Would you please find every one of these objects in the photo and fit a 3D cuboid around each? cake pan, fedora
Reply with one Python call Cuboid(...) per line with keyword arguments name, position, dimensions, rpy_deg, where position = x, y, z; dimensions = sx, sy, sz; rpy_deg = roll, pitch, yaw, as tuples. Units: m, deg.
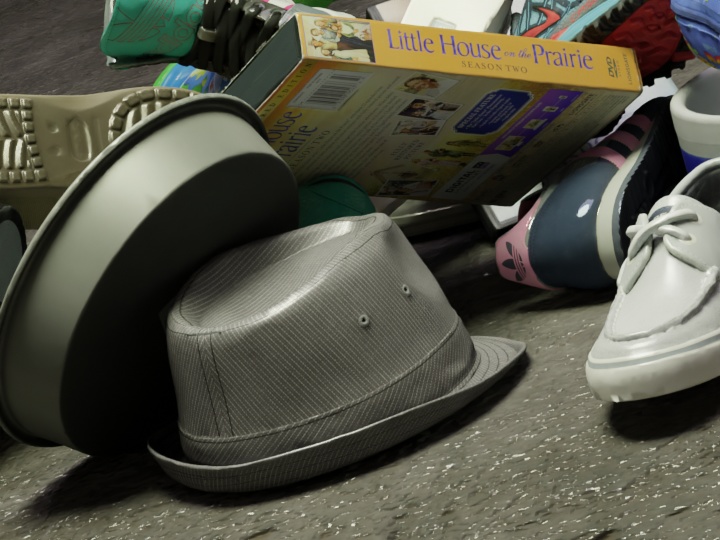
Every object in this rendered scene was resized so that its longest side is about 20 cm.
Cuboid(name="cake pan", position=(-0.100, 0.009, 1.438), dimensions=(0.037, 0.201, 0.200), rpy_deg=(34, 41, 25))
Cuboid(name="fedora", position=(-0.022, 0.029, 1.410), dimensions=(0.176, 0.091, 0.200), rpy_deg=(-3, 19, 45))

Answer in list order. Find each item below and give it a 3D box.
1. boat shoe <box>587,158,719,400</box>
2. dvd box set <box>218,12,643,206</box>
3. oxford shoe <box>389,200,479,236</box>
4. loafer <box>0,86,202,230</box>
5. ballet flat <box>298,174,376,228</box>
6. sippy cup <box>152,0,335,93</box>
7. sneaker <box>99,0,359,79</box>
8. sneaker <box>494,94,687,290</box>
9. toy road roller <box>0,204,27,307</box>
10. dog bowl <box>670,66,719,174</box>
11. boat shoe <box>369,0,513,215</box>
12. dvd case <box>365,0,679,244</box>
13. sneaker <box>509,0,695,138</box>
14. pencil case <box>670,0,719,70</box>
Cuboid(name="boat shoe", position=(0.148, 0.000, 1.335), dimensions=(0.072, 0.069, 0.200), rpy_deg=(-9, 15, 31))
Cuboid(name="dvd box set", position=(0.025, -0.080, 1.525), dimensions=(0.199, 0.030, 0.146), rpy_deg=(3, -25, -27))
Cuboid(name="oxford shoe", position=(0.098, -0.070, 1.735), dimensions=(0.199, 0.058, 0.075), rpy_deg=(-14, 10, 4))
Cuboid(name="loafer", position=(-0.141, -0.056, 1.581), dimensions=(0.199, 0.076, 0.068), rpy_deg=(6, -23, -23))
Cuboid(name="ballet flat", position=(-0.074, 0.015, 1.572), dimensions=(0.199, 0.067, 0.071), rpy_deg=(-28, 36, 34))
Cuboid(name="sippy cup", position=(-0.050, -0.086, 1.757), dimensions=(0.139, 0.179, 0.130), rpy_deg=(-12, -4, -24))
Cuboid(name="sneaker", position=(-0.079, -0.133, 1.611), dimensions=(0.120, 0.084, 0.200), rpy_deg=(3, 22, -37))
Cuboid(name="sneaker", position=(0.128, -0.044, 1.565), dimensions=(0.082, 0.071, 0.200), rpy_deg=(-8, 14, 22))
Cuboid(name="toy road roller", position=(-0.233, 0.051, 1.562), dimensions=(0.122, 0.147, 0.200), rpy_deg=(4, -17, 15))
Cuboid(name="dog bowl", position=(0.264, -0.075, 1.504), dimensions=(0.199, 0.079, 0.200), rpy_deg=(-17, 13, 4))
Cuboid(name="boat shoe", position=(0.029, -0.095, 1.668), dimensions=(0.072, 0.069, 0.201), rpy_deg=(19, 69, 18))
Cuboid(name="dvd case", position=(0.104, -0.109, 1.722), dimensions=(0.142, 0.018, 0.201), rpy_deg=(-19, 51, -11))
Cuboid(name="sneaker", position=(0.120, -0.139, 1.595), dimensions=(0.079, 0.096, 0.200), rpy_deg=(-4, -16, -20))
Cuboid(name="pencil case", position=(0.203, -0.121, 1.419), dimensions=(0.086, 0.079, 0.200), rpy_deg=(5, 12, -5))
